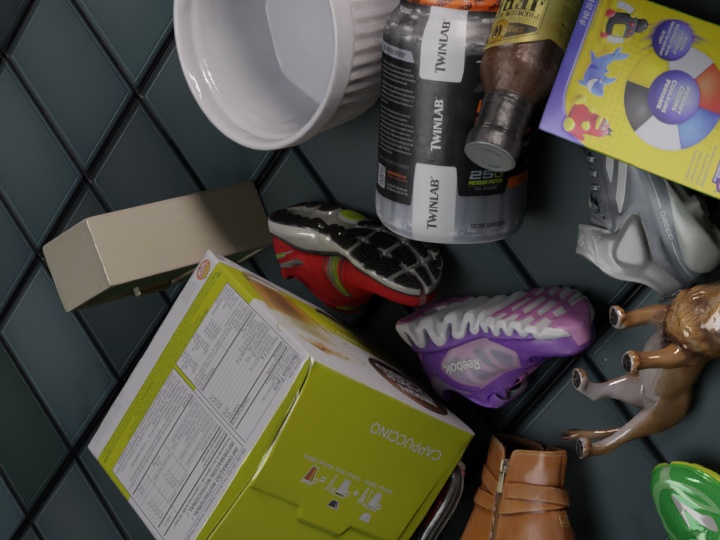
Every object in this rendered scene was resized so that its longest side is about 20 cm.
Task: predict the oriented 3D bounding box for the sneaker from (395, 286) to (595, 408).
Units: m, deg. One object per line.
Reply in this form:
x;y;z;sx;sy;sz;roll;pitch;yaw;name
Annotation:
0.117;0.067;1.675;0.199;0.080;0.089;-6;104;50;sneaker

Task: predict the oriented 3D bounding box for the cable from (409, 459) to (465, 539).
0.053;0.236;1.725;0.097;0.050;0.202;-19;57;51;cable

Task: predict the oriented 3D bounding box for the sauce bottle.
0.126;-0.168;1.528;0.064;0.065;0.201;-6;56;45;sauce bottle

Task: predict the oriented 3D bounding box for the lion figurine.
0.233;0.073;1.557;0.200;0.121;0.073;120;139;-54;lion figurine

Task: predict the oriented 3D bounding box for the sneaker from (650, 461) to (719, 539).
0.266;0.239;1.564;0.074;0.083;0.202;-26;82;45;sneaker

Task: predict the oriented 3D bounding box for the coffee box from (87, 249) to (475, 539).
-0.067;0.141;1.709;0.201;0.199;0.198;-57;39;7;coffee box

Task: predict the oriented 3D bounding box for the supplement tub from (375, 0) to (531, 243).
0.075;-0.131;1.625;0.122;0.122;0.202;18;114;40;supplement tub

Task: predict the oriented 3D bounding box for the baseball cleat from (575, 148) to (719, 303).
0.186;-0.068;1.553;0.106;0.070;0.201;-37;72;12;baseball cleat

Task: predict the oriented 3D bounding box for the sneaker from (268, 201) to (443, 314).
0.000;0.000;1.782;0.199;0.077;0.086;23;128;46;sneaker

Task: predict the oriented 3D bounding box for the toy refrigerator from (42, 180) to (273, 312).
-0.176;-0.020;1.846;0.076;0.199;0.071;-27;82;44;toy refrigerator

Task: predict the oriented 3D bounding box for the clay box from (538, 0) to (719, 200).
0.238;-0.119;1.473;0.199;0.048;0.116;23;98;24;clay box

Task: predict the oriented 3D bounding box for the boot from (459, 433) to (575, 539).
0.109;0.214;1.732;0.199;0.073;0.156;2;94;48;boot

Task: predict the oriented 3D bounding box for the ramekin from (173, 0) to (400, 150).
-0.055;-0.208;1.744;0.199;0.105;0.202;15;112;41;ramekin
